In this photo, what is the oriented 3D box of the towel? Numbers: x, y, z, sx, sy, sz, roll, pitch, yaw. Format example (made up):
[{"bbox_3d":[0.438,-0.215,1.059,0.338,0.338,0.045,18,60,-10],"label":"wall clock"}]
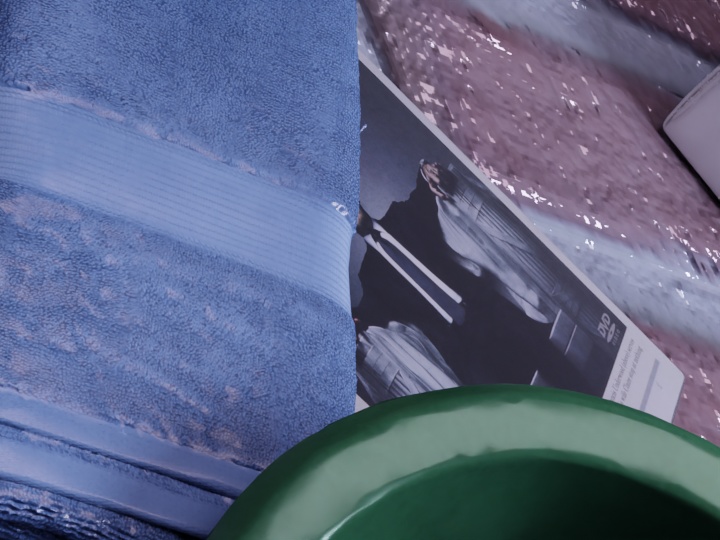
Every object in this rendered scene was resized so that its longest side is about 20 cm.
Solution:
[{"bbox_3d":[-0.054,-0.014,0.649,0.111,0.049,0.200,22,51,-27],"label":"towel"}]

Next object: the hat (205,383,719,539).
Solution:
[{"bbox_3d":[0.031,0.138,0.644,0.200,0.176,0.166,30,63,-3],"label":"hat"}]

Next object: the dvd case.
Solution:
[{"bbox_3d":[0.000,0.000,0.764,0.200,0.025,0.150,45,29,-9],"label":"dvd case"}]

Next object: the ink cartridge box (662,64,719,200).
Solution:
[{"bbox_3d":[0.216,-0.044,1.037,0.148,0.086,0.200,51,33,6],"label":"ink cartridge box"}]
